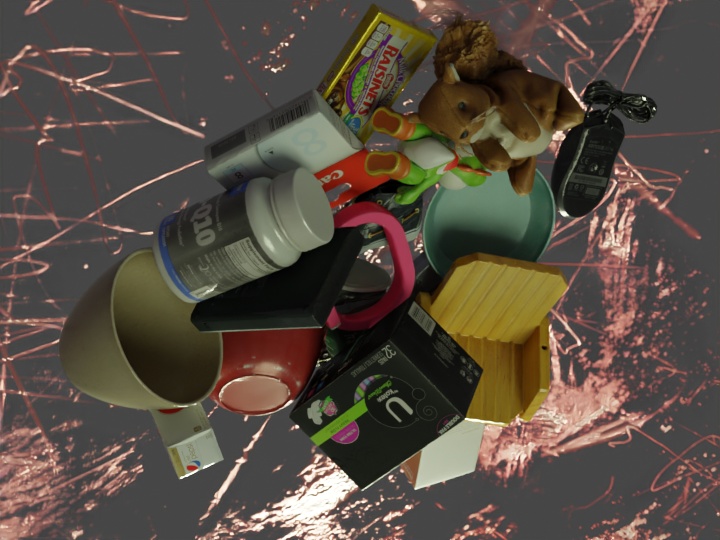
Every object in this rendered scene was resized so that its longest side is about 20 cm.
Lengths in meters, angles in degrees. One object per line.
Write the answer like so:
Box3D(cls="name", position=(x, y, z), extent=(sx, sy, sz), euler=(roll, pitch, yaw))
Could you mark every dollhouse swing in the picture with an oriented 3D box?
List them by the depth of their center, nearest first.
Box3D(cls="dollhouse swing", position=(0.182, 0.098, 1.810), extent=(0.200, 0.182, 0.176), euler=(11, 155, -18))

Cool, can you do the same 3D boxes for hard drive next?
Box3D(cls="hard drive", position=(-0.103, 0.011, 1.605), extent=(0.033, 0.200, 0.140), euler=(52, 49, -35))

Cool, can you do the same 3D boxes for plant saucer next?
Box3D(cls="plant saucer", position=(0.174, -0.069, 1.824), extent=(0.200, 0.036, 0.200), euler=(-7, 113, -18))

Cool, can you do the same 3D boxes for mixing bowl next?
Box3D(cls="mixing bowl", position=(-0.140, 0.122, 1.740), extent=(0.200, 0.109, 0.200), euler=(-4, 143, -3))

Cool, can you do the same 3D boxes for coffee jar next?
Box3D(cls="coffee jar", position=(0.006, 0.127, 1.859), extent=(0.104, 0.085, 0.200), euler=(-22, 117, -21))

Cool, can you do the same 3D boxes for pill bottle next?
Box3D(cls="pill bottle", position=(-0.139, -0.044, 1.572), extent=(0.200, 0.114, 0.114), euler=(-22, 142, 22))

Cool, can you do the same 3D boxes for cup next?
Box3D(cls="cup", position=(-0.288, 0.089, 1.627), extent=(0.143, 0.201, 0.200), euler=(-21, 146, 30))

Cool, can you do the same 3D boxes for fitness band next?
Box3D(cls="fitness band", position=(0.000, 0.000, 1.708), extent=(0.143, 0.037, 0.200), euler=(-30, 135, -13))

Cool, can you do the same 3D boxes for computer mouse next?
Box3D(cls="computer mouse", position=(0.326, -0.171, 1.855), extent=(0.138, 0.053, 0.200), euler=(11, 110, -35))

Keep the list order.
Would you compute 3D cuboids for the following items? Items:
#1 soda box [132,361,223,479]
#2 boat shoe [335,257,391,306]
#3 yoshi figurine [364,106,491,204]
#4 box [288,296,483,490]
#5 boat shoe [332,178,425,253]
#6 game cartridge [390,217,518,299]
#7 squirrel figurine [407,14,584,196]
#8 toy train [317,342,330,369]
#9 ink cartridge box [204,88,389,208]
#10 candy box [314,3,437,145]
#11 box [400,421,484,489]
Box3D(cls="soda box", position=(-0.244, 0.170, 1.698), extent=(0.064, 0.200, 0.068), euler=(-23, 135, -12))
Box3D(cls="boat shoe", position=(-0.056, 0.021, 1.778), extent=(0.200, 0.076, 0.060), euler=(5, 125, -20))
Box3D(cls="yoshi figurine", position=(0.080, -0.146, 1.676), extent=(0.200, 0.112, 0.112), euler=(11, 136, -48))
Box3D(cls="box", position=(0.034, 0.163, 1.735), extent=(0.149, 0.124, 0.200), euler=(45, 120, -8))
Box3D(cls="boat shoe", position=(-0.005, -0.071, 1.727), extent=(0.200, 0.071, 0.091), euler=(-19, 138, -27))
Box3D(cls="game cartridge", position=(0.145, 0.008, 1.895), extent=(0.200, 0.040, 0.133), euler=(-35, 130, -2))
Box3D(cls="squirrel figurine", position=(0.142, -0.209, 1.604), extent=(0.186, 0.200, 0.142), euler=(4, 142, -34))
Box3D(cls="toy train", position=(-0.048, 0.117, 1.896), extent=(0.200, 0.034, 0.046), euler=(-12, 130, -23))
Box3D(cls="ink cartridge box", position=(-0.073, -0.119, 1.622), extent=(0.160, 0.047, 0.200), euler=(-26, 139, 16))
Box3D(cls="candy box", position=(0.001, -0.225, 1.616), extent=(0.102, 0.026, 0.200), euler=(15, 120, -41))
Box3D(cls="box", position=(0.107, 0.201, 1.981), extent=(0.106, 0.152, 0.200), euler=(-13, 134, -23))
